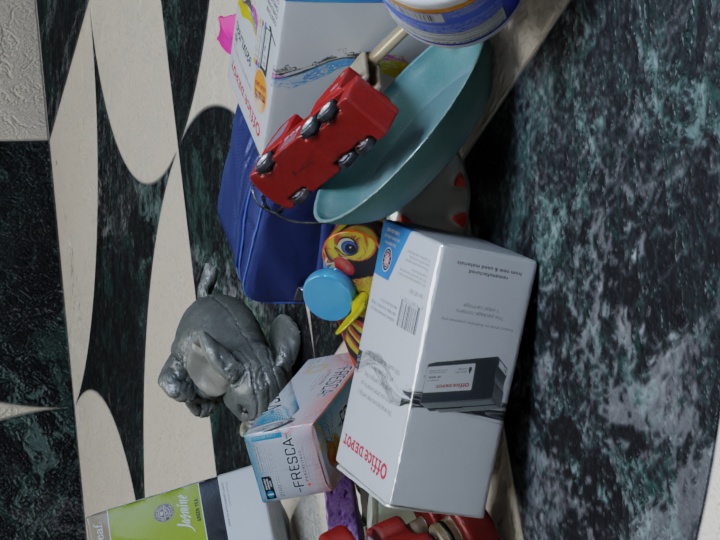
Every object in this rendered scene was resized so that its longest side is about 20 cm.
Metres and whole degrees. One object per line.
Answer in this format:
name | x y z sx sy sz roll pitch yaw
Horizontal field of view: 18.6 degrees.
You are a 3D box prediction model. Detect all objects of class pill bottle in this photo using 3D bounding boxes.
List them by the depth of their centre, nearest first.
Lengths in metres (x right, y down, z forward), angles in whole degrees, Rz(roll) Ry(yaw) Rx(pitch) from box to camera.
pill bottle | 0.062 -0.221 1.562 0.200 0.111 0.113 31 -125 -80

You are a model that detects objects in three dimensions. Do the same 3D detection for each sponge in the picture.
sponge | -0.009 0.253 1.971 0.200 0.030 0.112 82 180 -67

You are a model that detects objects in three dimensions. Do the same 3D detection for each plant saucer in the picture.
plant saucer | 0.041 -0.106 1.708 0.200 0.036 0.200 -46 16 17

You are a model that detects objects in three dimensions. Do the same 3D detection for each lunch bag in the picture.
lunch bag | -0.049 -0.058 1.987 0.133 0.135 0.201 -111 25 -48

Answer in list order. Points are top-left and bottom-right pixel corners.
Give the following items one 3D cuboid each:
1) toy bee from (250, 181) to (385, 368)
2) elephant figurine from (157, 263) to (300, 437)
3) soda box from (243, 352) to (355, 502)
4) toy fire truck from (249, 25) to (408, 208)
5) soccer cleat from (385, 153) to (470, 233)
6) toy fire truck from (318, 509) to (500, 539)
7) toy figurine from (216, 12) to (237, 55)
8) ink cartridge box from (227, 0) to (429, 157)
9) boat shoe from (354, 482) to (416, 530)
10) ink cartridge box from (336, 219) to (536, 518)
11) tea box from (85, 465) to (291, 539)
toy bee | 0.000 0.000 1.867 0.108 0.200 0.132 -18 43 32
elephant figurine | -0.117 0.106 2.303 0.142 0.155 0.200 -51 26 -11
soda box | -0.035 0.131 1.903 0.200 0.068 0.064 -47 -56 -68
toy fire truck | -0.001 -0.145 1.755 0.200 0.049 0.141 -36 21 46
soccer cleat | 0.047 -0.018 1.795 0.078 0.069 0.201 -112 23 -59
toy fire truck | 0.060 0.268 1.747 0.169 0.112 0.200 66 167 -9
toy figurine | -0.092 -0.287 2.125 0.150 0.199 0.185 -18 94 52
ink cartridge box | -0.021 -0.213 1.861 0.148 0.143 0.201 -113 27 -50
boat shoe | 0.031 0.149 1.853 0.203 0.072 0.061 99 156 -44
ink cartridge box | 0.055 0.074 1.685 0.145 0.084 0.202 -151 72 -71
tea box | -0.162 0.337 2.254 0.134 0.195 0.201 69 -173 -54
